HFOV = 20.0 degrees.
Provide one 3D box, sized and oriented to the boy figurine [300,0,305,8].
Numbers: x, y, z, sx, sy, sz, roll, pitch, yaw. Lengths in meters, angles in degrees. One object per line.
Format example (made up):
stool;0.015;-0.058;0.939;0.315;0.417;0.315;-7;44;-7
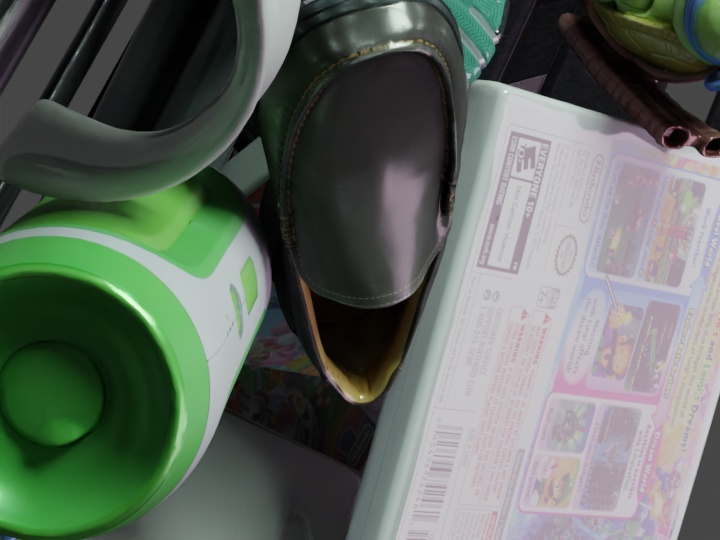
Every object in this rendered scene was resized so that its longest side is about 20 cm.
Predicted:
boy figurine;0.042;-0.142;0.657;0.200;0.065;0.124;-30;149;-8

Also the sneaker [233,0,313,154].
sneaker;-0.003;-0.054;0.863;0.075;0.114;0.200;-29;162;25

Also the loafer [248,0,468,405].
loafer;0.005;-0.022;0.660;0.200;0.073;0.073;89;-13;-66

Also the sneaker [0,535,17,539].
sneaker;-0.123;0.132;0.729;0.076;0.105;0.200;-2;128;-48

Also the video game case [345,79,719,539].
video game case;0.083;0.039;0.809;0.024;0.182;0.201;20;-83;45

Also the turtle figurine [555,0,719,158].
turtle figurine;0.122;-0.156;0.803;0.144;0.200;0.194;-29;-169;-2

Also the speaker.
speaker;-0.074;0.015;0.603;0.089;0.088;0.200;-63;-178;11

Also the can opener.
can opener;-0.058;-0.093;0.708;0.067;0.053;0.200;22;96;-58

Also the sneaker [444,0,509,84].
sneaker;-0.004;-0.088;1.006;0.087;0.074;0.200;-16;-147;56

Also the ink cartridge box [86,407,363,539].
ink cartridge box;-0.086;0.179;0.886;0.200;0.146;0.147;-63;-178;29

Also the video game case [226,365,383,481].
video game case;-0.067;0.055;0.977;0.018;0.200;0.143;-14;142;-44

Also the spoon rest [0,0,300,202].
spoon rest;-0.032;-0.096;0.513;0.200;0.060;0.099;-61;-176;34

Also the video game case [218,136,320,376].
video game case;0.000;0.000;0.813;0.143;0.200;0.017;-35;-122;35
